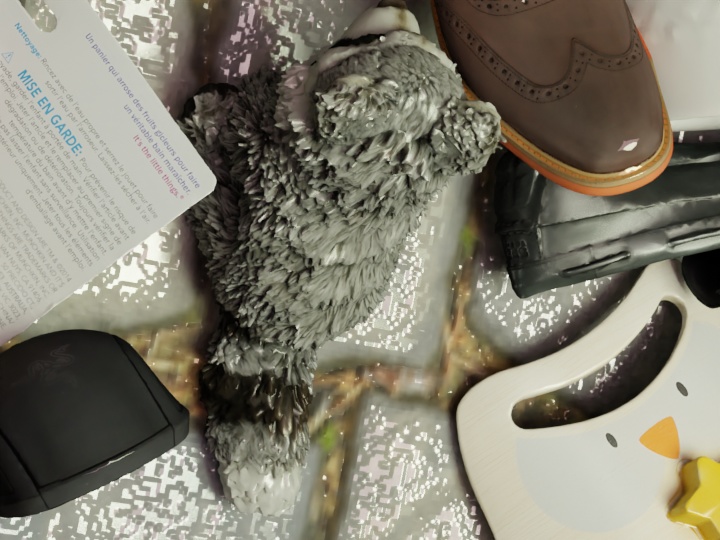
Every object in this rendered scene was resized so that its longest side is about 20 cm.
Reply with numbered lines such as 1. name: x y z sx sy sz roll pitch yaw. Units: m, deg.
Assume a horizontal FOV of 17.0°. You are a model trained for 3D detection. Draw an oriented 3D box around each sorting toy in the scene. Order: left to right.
1. sorting toy: 0.134 0.097 1.005 0.200 0.107 0.181 -34 89 -16

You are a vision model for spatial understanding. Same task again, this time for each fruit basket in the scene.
1. fruit basket: -0.179 -0.041 0.818 0.200 0.094 0.186 -36 80 -9

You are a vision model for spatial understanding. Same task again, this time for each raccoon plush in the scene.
1. raccoon plush: 0.000 0.000 0.899 0.096 0.134 0.201 -10 100 -23

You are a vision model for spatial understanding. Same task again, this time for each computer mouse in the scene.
1. computer mouse: -0.138 0.056 0.820 0.140 0.200 0.046 -24 98 -12

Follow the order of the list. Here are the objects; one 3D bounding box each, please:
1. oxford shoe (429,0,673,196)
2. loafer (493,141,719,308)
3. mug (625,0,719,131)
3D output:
1. oxford shoe: 0.055 -0.116 0.885 0.071 0.073 0.201 -24 63 -8
2. loafer: 0.151 -0.020 0.996 0.199 0.068 0.071 -1 89 -16
3. mug: 0.183 -0.149 0.936 0.199 0.148 0.177 -3 91 21
